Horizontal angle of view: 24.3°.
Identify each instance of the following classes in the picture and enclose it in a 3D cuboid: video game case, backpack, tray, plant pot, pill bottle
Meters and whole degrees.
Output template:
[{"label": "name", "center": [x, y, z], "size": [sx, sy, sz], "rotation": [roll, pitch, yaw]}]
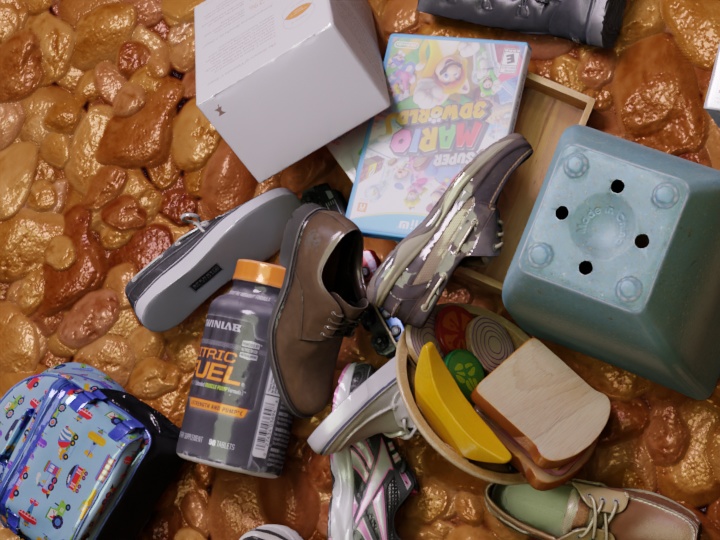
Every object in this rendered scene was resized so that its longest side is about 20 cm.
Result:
[{"label": "video game case", "center": [0.071, -0.122, 1.558], "size": [0.142, 0.018, 0.201], "rotation": [8, 76, 25]}, {"label": "backpack", "center": [-0.295, 0.183, 1.662], "size": [0.200, 0.134, 0.183], "rotation": [35, 93, 26]}, {"label": "tray", "center": [0.136, -0.085, 1.566], "size": [0.098, 0.037, 0.201], "rotation": [23, 81, 7]}, {"label": "plant pot", "center": [0.230, -0.021, 1.454], "size": [0.195, 0.200, 0.197], "rotation": [21, 88, 24]}, {"label": "pill bottle", "center": [-0.106, 0.092, 1.617], "size": [0.106, 0.106, 0.201], "rotation": [10, 84, 23]}]

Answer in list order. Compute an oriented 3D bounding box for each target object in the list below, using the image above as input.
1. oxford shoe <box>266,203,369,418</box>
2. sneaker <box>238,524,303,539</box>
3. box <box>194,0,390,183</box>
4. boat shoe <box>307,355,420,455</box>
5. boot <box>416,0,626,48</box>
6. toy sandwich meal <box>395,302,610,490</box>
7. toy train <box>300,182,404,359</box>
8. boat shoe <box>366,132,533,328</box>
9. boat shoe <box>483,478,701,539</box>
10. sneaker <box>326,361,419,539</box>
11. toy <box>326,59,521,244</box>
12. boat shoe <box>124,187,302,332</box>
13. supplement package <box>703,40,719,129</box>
[{"label": "oxford shoe", "center": [-0.036, 0.045, 1.544], "size": [0.084, 0.072, 0.201], "rotation": [19, 110, 43]}, {"label": "sneaker", "center": [-0.054, 0.327, 1.565], "size": [0.076, 0.088, 0.200], "rotation": [-43, 70, 7]}, {"label": "box", "center": [-0.069, -0.206, 1.603], "size": [0.152, 0.106, 0.200], "rotation": [-29, 34, 15]}, {"label": "boat shoe", "center": [0.042, 0.119, 1.539], "size": [0.200, 0.071, 0.070], "rotation": [-35, 80, -30]}, {"label": "boot", "center": [0.164, -0.307, 1.609], "size": [0.199, 0.066, 0.166], "rotation": [15, 85, 27]}, {"label": "toy sandwich meal", "center": [0.125, 0.104, 1.487], "size": [0.070, 0.204, 0.206], "rotation": [-49, 63, 44]}, {"label": "toy train", "center": [0.000, 0.000, 1.632], "size": [0.046, 0.034, 0.201], "rotation": [-27, 71, 2]}, {"label": "boat shoe", "center": [0.090, -0.032, 1.479], "size": [0.073, 0.075, 0.200], "rotation": [41, 87, 4]}, {"label": "boat shoe", "center": [0.200, 0.223, 1.490], "size": [0.199, 0.074, 0.076], "rotation": [9, 84, 23]}, {"label": "sneaker", "center": [0.013, 0.189, 1.582], "size": [0.086, 0.080, 0.201], "rotation": [1, 79, -2]}, {"label": "toy", "center": [0.051, -0.100, 1.616], "size": [0.115, 0.047, 0.200], "rotation": [-35, 81, -2]}, {"label": "boat shoe", "center": [-0.149, -0.023, 1.674], "size": [0.199, 0.074, 0.068], "rotation": [-42, 49, 3]}, {"label": "supplement package", "center": [0.414, -0.157, 1.429], "size": [0.199, 0.156, 0.112], "rotation": [13, 86, 23]}]
